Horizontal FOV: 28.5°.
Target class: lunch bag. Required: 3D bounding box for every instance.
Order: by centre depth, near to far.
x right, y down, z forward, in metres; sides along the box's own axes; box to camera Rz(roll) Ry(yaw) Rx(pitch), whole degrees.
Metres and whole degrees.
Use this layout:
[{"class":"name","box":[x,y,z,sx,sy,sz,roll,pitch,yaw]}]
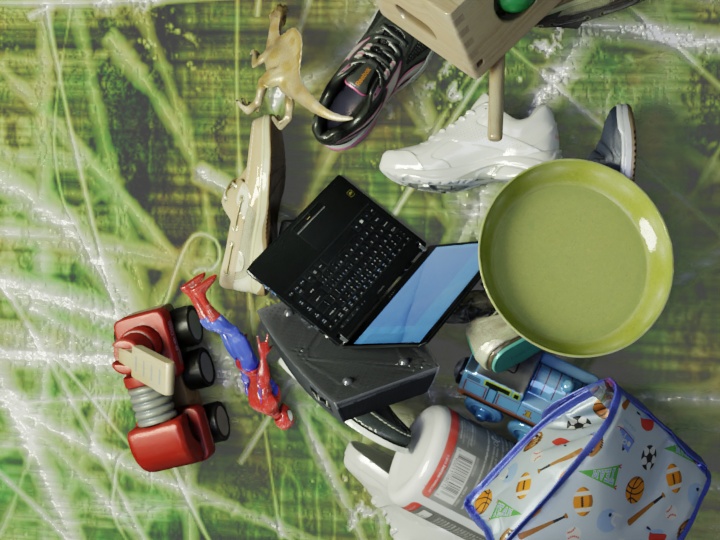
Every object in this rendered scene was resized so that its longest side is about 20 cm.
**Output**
[{"class":"lunch bag","box":[0.231,0.223,1.399,0.170,0.124,0.200,40,96,-25]}]

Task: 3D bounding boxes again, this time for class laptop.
[{"class":"laptop","box":[0.018,-0.015,1.467,0.200,0.177,0.103,38,144,6]}]

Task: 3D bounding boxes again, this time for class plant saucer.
[{"class":"plant saucer","box":[0.211,-0.011,1.405,0.198,0.031,0.202,2,77,-8]}]

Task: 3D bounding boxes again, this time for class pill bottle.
[{"class":"pill bottle","box":[0.138,0.235,1.502,0.199,0.116,0.116,29,104,-13]}]

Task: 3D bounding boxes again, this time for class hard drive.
[{"class":"hard drive","box":[-0.015,0.083,1.487,0.134,0.200,0.043,-18,123,-21]}]

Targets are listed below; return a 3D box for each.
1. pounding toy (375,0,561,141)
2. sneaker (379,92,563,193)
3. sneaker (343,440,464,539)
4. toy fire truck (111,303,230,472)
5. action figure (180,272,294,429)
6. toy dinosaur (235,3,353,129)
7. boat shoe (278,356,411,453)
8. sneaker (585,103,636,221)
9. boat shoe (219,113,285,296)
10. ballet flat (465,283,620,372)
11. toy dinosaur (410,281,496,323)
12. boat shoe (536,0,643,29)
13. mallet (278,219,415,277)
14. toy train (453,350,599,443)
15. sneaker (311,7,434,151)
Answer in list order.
[{"class":"pounding toy","box":[0.116,-0.272,1.399,0.184,0.142,0.200,-43,53,-7]},{"class":"sneaker","box":[0.118,-0.136,1.501,0.198,0.078,0.100,-3,84,10]},{"class":"sneaker","box":[0.043,0.287,1.573,0.199,0.074,0.116,36,101,4]},{"class":"toy fire truck","box":[-0.217,0.135,1.542,0.128,0.200,0.178,-14,95,15]},{"class":"action figure","box":[-0.129,0.094,1.585,0.052,0.065,0.201,-34,107,-24]},{"class":"toy dinosaur","box":[-0.081,-0.201,1.489,0.101,0.058,0.201,-54,44,33]},{"class":"boat shoe","box":[-0.011,0.125,1.528,0.200,0.075,0.061,36,94,34]},{"class":"sneaker","box":[0.229,-0.075,1.478,0.107,0.070,0.202,5,102,9]},{"class":"boat shoe","box":[-0.123,-0.073,1.559,0.064,0.072,0.202,8,106,10]},{"class":"ballet flat","box":[0.198,0.041,1.443,0.198,0.068,0.063,-19,52,-20]},{"class":"toy dinosaur","box":[0.096,0.041,1.516,0.198,0.088,0.048,-16,85,14]},{"class":"boat shoe","box":[0.212,-0.277,1.452,0.199,0.066,0.072,-14,52,28]},{"class":"mallet","box":[0.000,0.000,1.560,0.198,0.041,0.066,17,99,6]},{"class":"toy train","box":[0.193,0.134,1.487,0.199,0.114,0.087,26,65,8]},{"class":"sneaker","box":[0.016,-0.208,1.497,0.080,0.086,0.201,31,103,4]}]
